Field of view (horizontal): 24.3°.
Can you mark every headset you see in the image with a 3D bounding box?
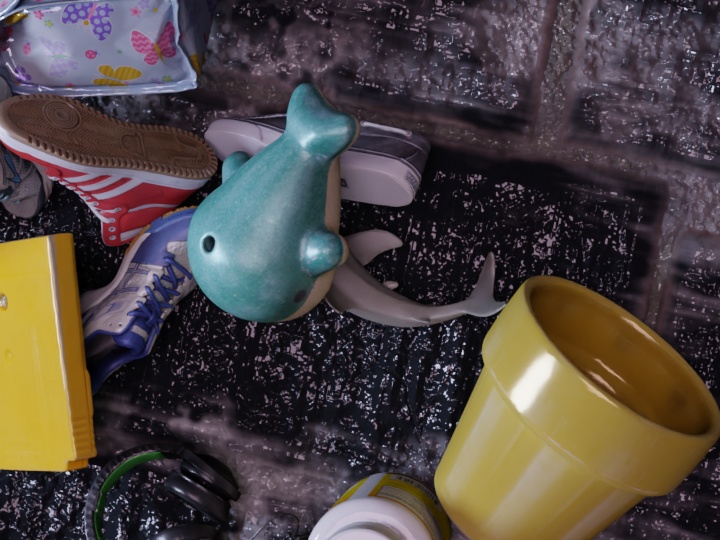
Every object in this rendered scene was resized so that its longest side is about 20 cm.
[{"bbox_3d":[-0.141,0.224,1.471,0.199,0.094,0.124,8,71,13],"label":"headset"}]

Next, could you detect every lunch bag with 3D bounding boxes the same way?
[{"bbox_3d":[-0.229,-0.238,1.409,0.199,0.170,0.128,-3,134,10],"label":"lunch bag"}]

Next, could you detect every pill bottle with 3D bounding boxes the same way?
[{"bbox_3d":[0.015,0.234,1.384,0.109,0.200,0.110,0,92,8],"label":"pill bottle"}]

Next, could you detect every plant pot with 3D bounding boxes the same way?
[{"bbox_3d":[0.162,0.137,1.374,0.200,0.201,0.189,38,112,5],"label":"plant pot"}]

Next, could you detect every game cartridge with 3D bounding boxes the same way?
[{"bbox_3d":[-0.295,0.074,1.461,0.176,0.032,0.201,-5,93,48],"label":"game cartridge"}]

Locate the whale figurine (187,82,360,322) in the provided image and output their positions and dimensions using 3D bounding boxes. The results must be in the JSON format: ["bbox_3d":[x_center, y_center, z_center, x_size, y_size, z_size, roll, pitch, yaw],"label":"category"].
[{"bbox_3d":[-0.073,-0.053,1.366,0.159,0.103,0.201,44,120,35],"label":"whale figurine"}]

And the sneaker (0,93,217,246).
[{"bbox_3d":[-0.233,-0.082,1.427,0.112,0.199,0.072,-45,44,41],"label":"sneaker"}]

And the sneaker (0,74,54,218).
[{"bbox_3d":[-0.326,-0.091,1.428,0.077,0.200,0.087,11,64,16],"label":"sneaker"}]

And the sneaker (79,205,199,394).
[{"bbox_3d":[-0.186,0.032,1.455,0.200,0.088,0.075,-44,128,14],"label":"sneaker"}]

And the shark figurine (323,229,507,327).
[{"bbox_3d":[0.011,0.019,1.426,0.214,0.090,0.129,26,112,5],"label":"shark figurine"}]

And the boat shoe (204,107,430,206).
[{"bbox_3d":[-0.037,-0.111,1.452,0.199,0.072,0.068,11,60,21],"label":"boat shoe"}]
